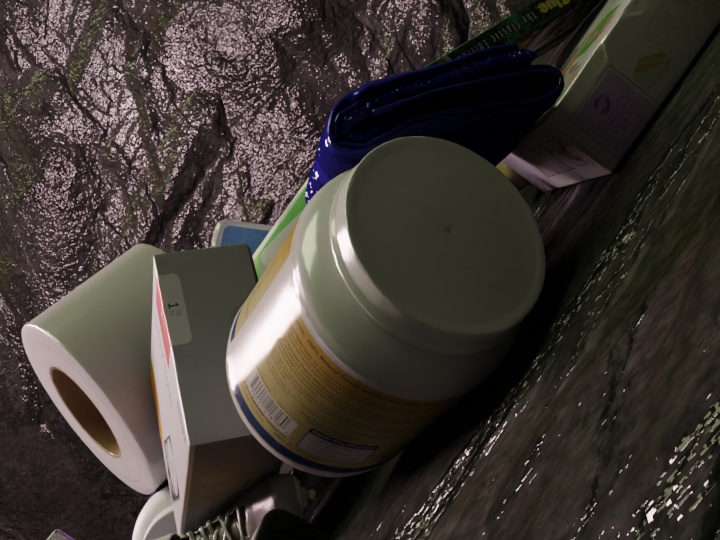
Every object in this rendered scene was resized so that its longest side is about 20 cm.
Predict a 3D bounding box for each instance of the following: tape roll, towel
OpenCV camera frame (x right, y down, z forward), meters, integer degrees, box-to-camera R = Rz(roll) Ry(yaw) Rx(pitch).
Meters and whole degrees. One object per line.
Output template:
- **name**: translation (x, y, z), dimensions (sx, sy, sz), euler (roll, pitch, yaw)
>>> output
- **tape roll**: translation (-0.215, 0.096, 1.064), dimensions (0.139, 0.203, 0.203), euler (-38, -5, -27)
- **towel**: translation (0.036, -0.088, 0.712), dimensions (0.146, 0.050, 0.200), euler (-14, -7, -9)

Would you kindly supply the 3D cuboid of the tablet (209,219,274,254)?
- **tablet**: translation (-0.068, 0.026, 1.031), dimensions (0.014, 0.198, 0.132), euler (20, 99, 45)

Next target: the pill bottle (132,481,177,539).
- **pill bottle**: translation (-0.157, 0.257, 1.051), dimensions (0.120, 0.119, 0.200), euler (-54, 3, -6)

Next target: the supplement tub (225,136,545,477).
- **supplement tub**: translation (0.010, 0.026, 0.657), dimensions (0.145, 0.144, 0.200), euler (-56, 3, -37)

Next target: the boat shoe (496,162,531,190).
- **boat shoe**: translation (0.142, -0.124, 0.972), dimensions (0.068, 0.075, 0.200), euler (-47, 5, 17)

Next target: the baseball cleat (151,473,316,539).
- **baseball cleat**: translation (-0.106, 0.215, 0.830), dimensions (0.201, 0.105, 0.070), euler (119, 148, -47)

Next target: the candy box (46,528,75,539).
- **candy box**: translation (-0.214, 0.304, 0.929), dimensions (0.072, 0.167, 0.200), euler (-55, 3, -23)

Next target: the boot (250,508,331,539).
- **boot**: translation (-0.080, 0.227, 0.567), dimensions (0.155, 0.073, 0.204), euler (-57, -2, 15)

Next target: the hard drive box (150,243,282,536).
- **hard drive box**: translation (-0.116, 0.100, 0.858), dimensions (0.201, 0.076, 0.157), euler (108, 150, -55)

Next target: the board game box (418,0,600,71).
- **board game box**: translation (0.100, -0.159, 0.815), dimensions (0.199, 0.024, 0.105), euler (-34, -2, -21)

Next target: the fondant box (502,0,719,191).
- **fondant box**: translation (0.170, -0.134, 0.768), dimensions (0.145, 0.058, 0.200), euler (-54, 1, -1)

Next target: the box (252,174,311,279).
- **box**: translation (0.000, 0.000, 0.975), dimensions (0.201, 0.096, 0.177), euler (-55, -31, -16)
